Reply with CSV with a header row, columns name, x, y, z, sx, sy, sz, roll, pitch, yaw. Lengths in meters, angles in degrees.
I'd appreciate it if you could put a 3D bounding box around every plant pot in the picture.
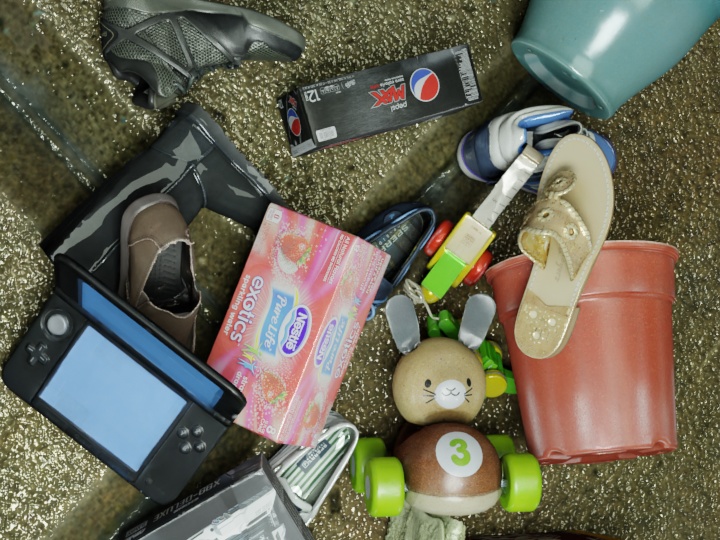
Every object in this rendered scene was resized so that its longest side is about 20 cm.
name,x,y,z,sx,sy,sz,roll,pitch,yaw
plant pot,0.265,-0.272,1.376,0.199,0.200,0.189,37,89,-17
plant pot,0.232,0.090,1.306,0.198,0.201,0.198,1,76,-23

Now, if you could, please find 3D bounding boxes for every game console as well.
name,x,y,z,sx,sy,sz,roll,pitch,yaw
game console,-0.211,0.100,1.123,0.199,0.116,0.176,38,104,0

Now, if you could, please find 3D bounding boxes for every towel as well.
name,x,y,z,sx,sy,sz,roll,pitch,yaw
towel,0.054,0.327,1.263,0.036,0.148,0.203,7,87,-20

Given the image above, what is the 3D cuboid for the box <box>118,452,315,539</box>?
name,x,y,z,sx,sy,sz,roll,pitch,yaw
box,-0.109,0.295,1.209,0.157,0.050,0.201,-29,102,2

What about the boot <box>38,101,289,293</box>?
name,x,y,z,sx,sy,sz,roll,pitch,yaw
boot,-0.178,-0.032,1.228,0.165,0.065,0.200,47,72,-18

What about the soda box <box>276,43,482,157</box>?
name,x,y,z,sx,sy,sz,roll,pitch,yaw
soda box,0.020,-0.172,1.319,0.198,0.071,0.064,-17,92,-23

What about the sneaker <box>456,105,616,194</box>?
name,x,y,z,sx,sy,sz,roll,pitch,yaw
sneaker,0.212,-0.124,1.357,0.198,0.146,0.082,2,86,-22

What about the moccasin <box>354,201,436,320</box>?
name,x,y,z,sx,sy,sz,roll,pitch,yaw
moccasin,0.000,0.000,1.301,0.080,0.068,0.201,41,73,-15

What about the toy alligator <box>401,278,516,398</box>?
name,x,y,z,sx,sy,sz,roll,pitch,yaw
toy alligator,0.094,0.082,1.339,0.054,0.060,0.200,-38,119,23

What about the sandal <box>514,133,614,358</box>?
name,x,y,z,sx,sy,sz,roll,pitch,yaw
sandal,0.178,-0.022,1.199,0.069,0.077,0.215,1,102,-61

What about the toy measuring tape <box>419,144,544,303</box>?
name,x,y,z,sx,sy,sz,roll,pitch,yaw
toy measuring tape,0.122,-0.048,1.328,0.073,0.074,0.201,28,111,-18

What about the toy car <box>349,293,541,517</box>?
name,x,y,z,sx,sy,sz,roll,pitch,yaw
toy car,0.080,0.123,1.254,0.162,0.158,0.203,0,96,-11

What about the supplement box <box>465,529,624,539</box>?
name,x,y,z,sx,sy,sz,roll,pitch,yaw
supplement box,0.171,0.372,1.315,0.198,0.133,0.200,2,86,-23

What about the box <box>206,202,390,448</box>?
name,x,y,z,sx,sy,sz,roll,pitch,yaw
box,-0.063,0.054,1.219,0.102,0.095,0.202,22,88,23

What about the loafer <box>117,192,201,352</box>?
name,x,y,z,sx,sy,sz,roll,pitch,yaw
loafer,-0.182,0.031,1.178,0.072,0.071,0.202,-18,131,-23

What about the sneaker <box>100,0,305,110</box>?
name,x,y,z,sx,sy,sz,roll,pitch,yaw
sneaker,-0.153,-0.201,1.248,0.197,0.076,0.116,7,86,-19

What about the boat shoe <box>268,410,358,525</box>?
name,x,y,z,sx,sy,sz,roll,pitch,yaw
boat shoe,-0.076,0.217,1.254,0.073,0.067,0.201,38,75,-16
